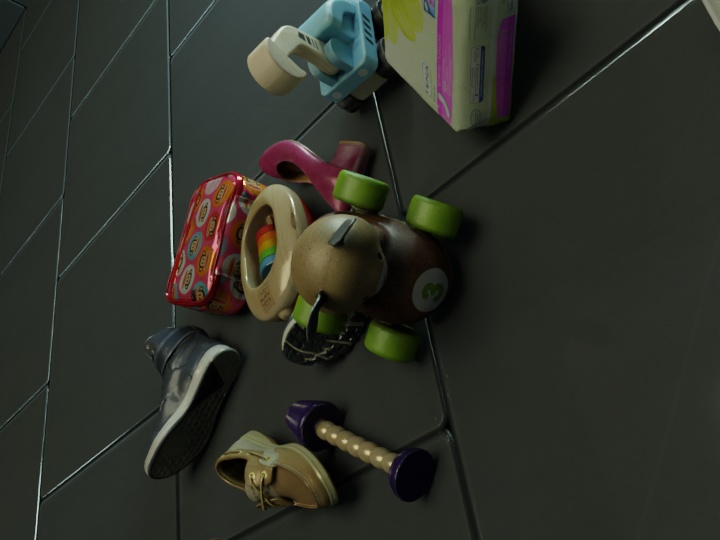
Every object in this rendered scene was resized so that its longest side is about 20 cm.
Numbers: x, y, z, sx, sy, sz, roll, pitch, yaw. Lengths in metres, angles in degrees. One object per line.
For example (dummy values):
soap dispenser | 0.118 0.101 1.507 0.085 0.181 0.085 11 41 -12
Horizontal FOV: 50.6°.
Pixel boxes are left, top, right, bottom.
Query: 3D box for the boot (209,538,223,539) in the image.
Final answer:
boot | -0.195 0.430 0.885 0.155 0.074 0.200 -40 44 38

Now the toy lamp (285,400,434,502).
toy lamp | -0.009 0.177 0.785 0.200 0.058 0.058 14 85 49

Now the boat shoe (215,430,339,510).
boat shoe | -0.096 0.230 0.837 0.200 0.066 0.074 -5 111 57

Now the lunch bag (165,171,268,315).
lunch bag | -0.209 -0.037 1.105 0.176 0.082 0.200 -3 71 54

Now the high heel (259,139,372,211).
high heel | -0.072 -0.112 0.978 0.200 0.067 0.096 6 68 38

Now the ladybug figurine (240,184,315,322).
ladybug figurine | -0.095 -0.018 0.953 0.136 0.072 0.200 -45 41 38

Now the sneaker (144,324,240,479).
sneaker | -0.261 0.173 1.059 0.146 0.077 0.202 26 85 41

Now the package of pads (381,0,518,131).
package of pads | 0.087 -0.251 0.789 0.200 0.068 0.155 -122 19 -45

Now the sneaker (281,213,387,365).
sneaker | -0.025 0.019 0.872 0.200 0.078 0.086 -54 28 9

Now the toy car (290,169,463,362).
toy car | 0.000 0.000 0.705 0.158 0.200 0.164 20 98 10

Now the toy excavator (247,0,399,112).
toy excavator | -0.046 -0.261 0.901 0.100 0.200 0.195 -32 51 39

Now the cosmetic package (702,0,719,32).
cosmetic package | 0.323 -0.219 0.465 0.200 0.167 0.167 -36 49 36
